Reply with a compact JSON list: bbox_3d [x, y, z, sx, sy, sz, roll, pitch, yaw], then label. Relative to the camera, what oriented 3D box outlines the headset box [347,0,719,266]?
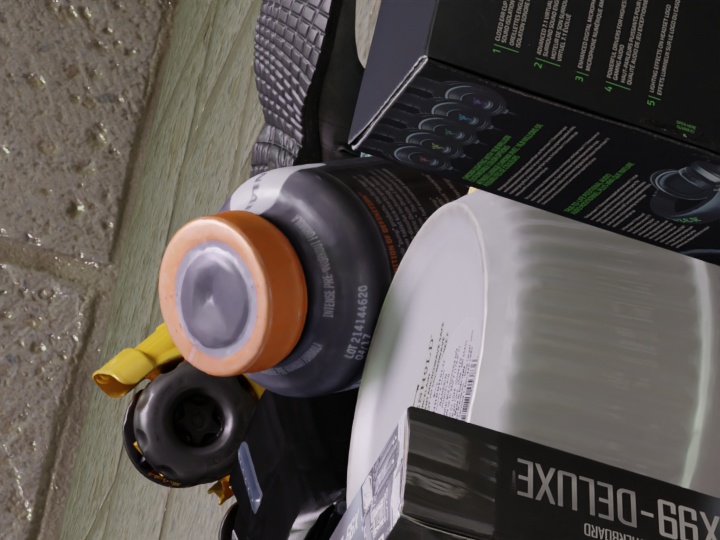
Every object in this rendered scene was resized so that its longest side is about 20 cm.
[{"bbox_3d":[0.104,-0.107,0.798,0.093,0.199,0.175,136,149,-67],"label":"headset box"}]

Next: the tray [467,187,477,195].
[{"bbox_3d":[0.121,-0.115,1.000,0.037,0.098,0.201,30,109,35],"label":"tray"}]

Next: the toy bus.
[{"bbox_3d":[-0.033,0.085,1.358,0.192,0.200,0.136,-41,1,-13],"label":"toy bus"}]

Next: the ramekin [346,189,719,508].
[{"bbox_3d":[0.069,0.060,0.928,0.200,0.105,0.201,-166,90,-75],"label":"ramekin"}]

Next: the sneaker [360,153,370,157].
[{"bbox_3d":[0.037,-0.094,1.351,0.091,0.077,0.201,47,122,43],"label":"sneaker"}]

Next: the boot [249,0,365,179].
[{"bbox_3d":[0.002,-0.115,1.423,0.070,0.131,0.201,41,131,43],"label":"boot"}]

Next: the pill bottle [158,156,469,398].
[{"bbox_3d":[0.000,0.000,1.054,0.106,0.200,0.107,7,101,41],"label":"pill bottle"}]

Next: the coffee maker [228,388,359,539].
[{"bbox_3d":[0.011,0.127,1.165,0.192,0.135,0.200,-47,17,8],"label":"coffee maker"}]

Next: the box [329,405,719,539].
[{"bbox_3d":[0.053,0.143,0.789,0.200,0.157,0.050,119,164,-44],"label":"box"}]
